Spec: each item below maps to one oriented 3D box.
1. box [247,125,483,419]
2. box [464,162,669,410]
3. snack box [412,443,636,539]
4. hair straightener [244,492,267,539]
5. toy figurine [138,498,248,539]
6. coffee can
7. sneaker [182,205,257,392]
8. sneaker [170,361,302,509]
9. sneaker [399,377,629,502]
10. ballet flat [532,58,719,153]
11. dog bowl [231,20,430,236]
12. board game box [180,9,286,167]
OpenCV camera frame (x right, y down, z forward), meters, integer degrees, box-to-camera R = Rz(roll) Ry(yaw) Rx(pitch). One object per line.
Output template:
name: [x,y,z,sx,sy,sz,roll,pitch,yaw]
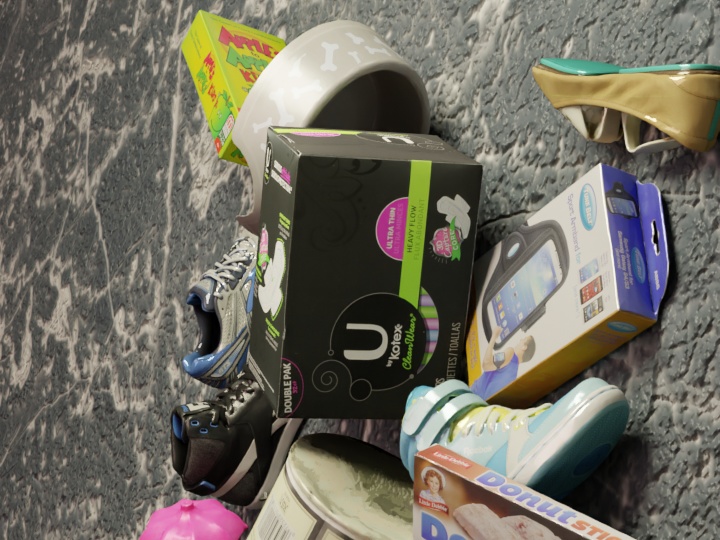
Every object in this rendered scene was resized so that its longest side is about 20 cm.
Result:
box: [0.000,0.000,1.334,0.124,0.147,0.203,-134,48,-69]
box: [0.144,0.013,1.248,0.200,0.041,0.120,-43,42,47]
snack box: [0.115,0.183,1.138,0.199,0.024,0.073,22,123,39]
hair straightener: [-0.084,0.223,1.541,0.201,0.040,0.077,-60,31,35]
toy figurine: [-0.141,0.292,1.498,0.200,0.148,0.186,101,169,-72]
coffee can: [-0.030,0.249,1.331,0.201,0.145,0.147,-63,31,19]
sneaker: [-0.117,0.018,1.656,0.077,0.084,0.202,5,80,60]
sneaker: [-0.108,0.114,1.566,0.073,0.111,0.202,27,101,59]
sneaker: [0.094,0.110,1.214,0.200,0.079,0.131,-51,59,35]
ballet flat: [0.181,-0.116,1.221,0.199,0.068,0.064,17,105,62]
dog bowl: [-0.020,-0.103,1.445,0.058,0.199,0.202,32,106,34]
board game box: [-0.105,-0.172,1.707,0.048,0.101,0.201,-58,33,28]
